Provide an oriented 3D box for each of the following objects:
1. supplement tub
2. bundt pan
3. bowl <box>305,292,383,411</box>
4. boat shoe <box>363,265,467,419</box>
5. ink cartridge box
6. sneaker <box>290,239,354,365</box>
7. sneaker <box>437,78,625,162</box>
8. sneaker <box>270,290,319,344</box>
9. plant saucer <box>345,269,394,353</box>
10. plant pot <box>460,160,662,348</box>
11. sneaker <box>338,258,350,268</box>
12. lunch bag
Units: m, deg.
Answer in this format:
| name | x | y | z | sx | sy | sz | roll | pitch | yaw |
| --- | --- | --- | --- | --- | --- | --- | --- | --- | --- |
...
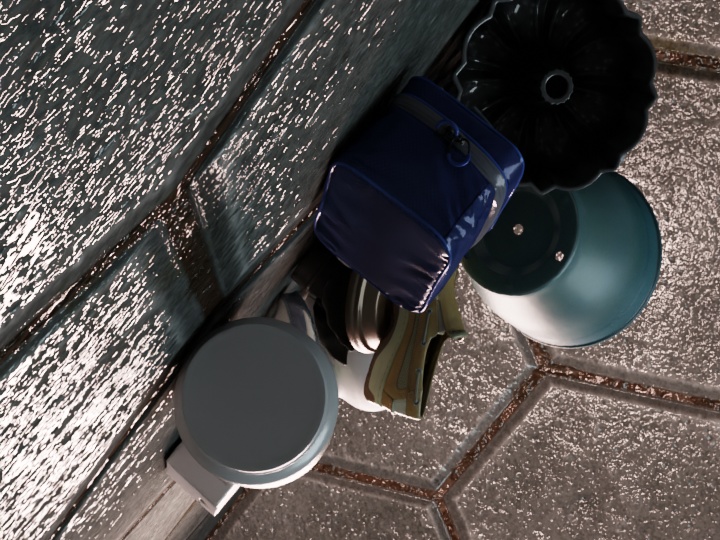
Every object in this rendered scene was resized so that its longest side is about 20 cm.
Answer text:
| name | x | y | z | sx | sy | sz | roll | pitch | yaw |
| --- | --- | --- | --- | --- | --- | --- | --- | --- | --- |
| supplement tub | -0.091 | 0.120 | 1.384 | 0.146 | 0.145 | 0.200 | -50 | 176 | -7 |
| bundt pan | 0.175 | -0.179 | 1.468 | 0.203 | 0.201 | 0.076 | -51 | -163 | 6 |
| bowl | -0.017 | 0.092 | 1.867 | 0.090 | 0.203 | 0.201 | -25 | 170 | -12 |
| boat shoe | 0.072 | 0.047 | 1.515 | 0.071 | 0.076 | 0.202 | 2 | 108 | -63 |
| ink cartridge box | -0.139 | 0.183 | 1.840 | 0.200 | 0.084 | 0.146 | -50 | 176 | -15 |
| sneaker | 0.001 | -0.002 | 1.613 | 0.200 | 0.104 | 0.060 | -48 | 175 | -39 |
| sneaker | 0.168 | -0.152 | 1.557 | 0.115 | 0.200 | 0.075 | -45 | -166 | 7 |
| sneaker | -0.101 | 0.111 | 1.686 | 0.085 | 0.078 | 0.202 | -3 | 128 | -24 |
| plant saucer | 0.048 | -0.008 | 1.546 | 0.200 | 0.029 | 0.202 | -46 | 148 | -40 |
| plant pot | 0.191 | -0.029 | 1.596 | 0.201 | 0.200 | 0.188 | -51 | 156 | 10 |
| sneaker | 0.046 | -0.090 | 1.579 | 0.201 | 0.077 | 0.100 | -57 | 166 | -37 |
| lunch bag | 0.054 | -0.074 | 1.346 | 0.133 | 0.135 | 0.200 | -49 | 174 | -23 |
